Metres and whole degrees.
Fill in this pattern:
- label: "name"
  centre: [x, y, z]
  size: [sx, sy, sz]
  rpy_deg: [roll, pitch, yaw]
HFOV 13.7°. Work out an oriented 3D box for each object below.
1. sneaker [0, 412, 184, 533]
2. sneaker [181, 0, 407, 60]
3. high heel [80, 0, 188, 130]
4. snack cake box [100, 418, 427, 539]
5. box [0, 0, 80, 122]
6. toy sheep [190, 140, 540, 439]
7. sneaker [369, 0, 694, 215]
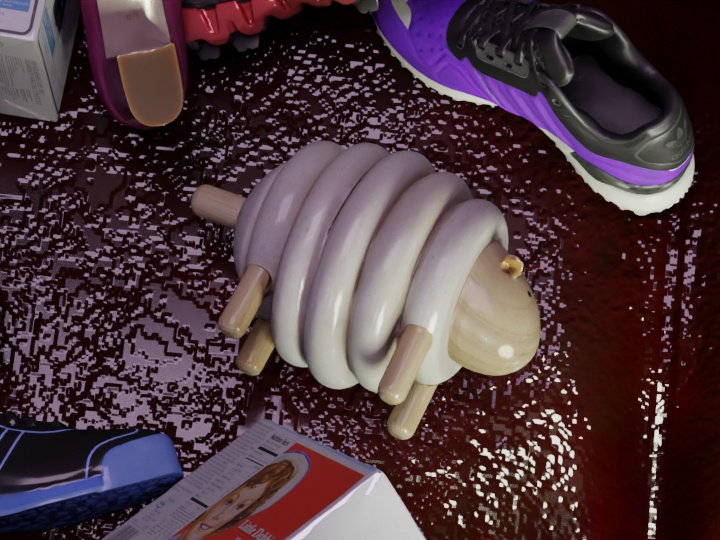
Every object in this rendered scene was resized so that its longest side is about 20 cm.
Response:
- label: "sneaker"
  centre: [-0.192, 0.094, 1.504]
  size: [0.198, 0.070, 0.078]
  rpy_deg: [-11, 76, -3]
- label: "sneaker"
  centre: [-0.021, -0.182, 1.554]
  size: [0.199, 0.071, 0.098]
  rpy_deg: [-15, 113, 18]
- label: "high heel"
  centre: [-0.121, -0.172, 1.543]
  size: [0.067, 0.096, 0.201]
  rpy_deg: [-14, 99, -9]
- label: "snack cake box"
  centre: [-0.047, 0.140, 1.417]
  size: [0.115, 0.200, 0.067]
  rpy_deg: [-36, 103, -11]
- label: "box"
  centre: [-0.175, -0.194, 1.578]
  size: [0.060, 0.117, 0.201]
  rpy_deg: [8, 70, 3]
- label: "toy sheep"
  centre: [0.000, 0.000, 1.507]
  size: [0.199, 0.138, 0.138]
  rpy_deg: [23, 73, 14]
- label: "sneaker"
  centre: [0.093, -0.116, 1.556]
  size: [0.199, 0.100, 0.070]
  rpy_deg: [33, 74, 14]
